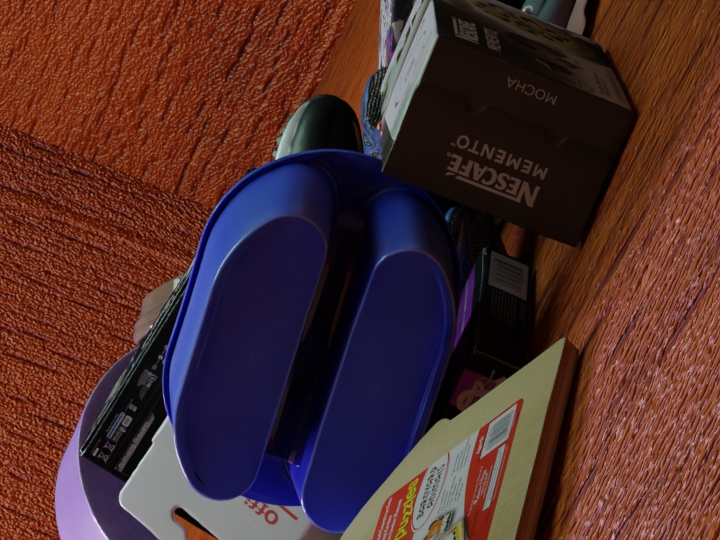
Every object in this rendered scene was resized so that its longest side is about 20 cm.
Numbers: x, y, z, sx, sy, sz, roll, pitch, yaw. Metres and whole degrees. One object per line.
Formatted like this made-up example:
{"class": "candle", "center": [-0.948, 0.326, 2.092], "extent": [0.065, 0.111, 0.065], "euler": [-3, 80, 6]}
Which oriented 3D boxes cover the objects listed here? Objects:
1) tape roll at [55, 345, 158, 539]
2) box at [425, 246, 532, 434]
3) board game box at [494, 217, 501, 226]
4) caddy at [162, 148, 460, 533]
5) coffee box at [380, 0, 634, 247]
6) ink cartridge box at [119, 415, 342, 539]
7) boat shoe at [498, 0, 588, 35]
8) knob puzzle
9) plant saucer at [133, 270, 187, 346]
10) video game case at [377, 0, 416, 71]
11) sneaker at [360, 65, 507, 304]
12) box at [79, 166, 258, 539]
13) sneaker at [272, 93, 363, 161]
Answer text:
{"class": "tape roll", "center": [-0.102, 0.147, 1.862], "extent": [0.085, 0.199, 0.201], "euler": [122, 168, -57]}
{"class": "box", "center": [0.040, 0.103, 1.500], "extent": [0.143, 0.036, 0.201], "euler": [-79, 13, -66]}
{"class": "board game box", "center": [0.066, -0.046, 1.817], "extent": [0.200, 0.034, 0.127], "euler": [120, 170, -59]}
{"class": "caddy", "center": [-0.026, 0.038, 1.441], "extent": [0.105, 0.140, 0.201], "euler": [-95, 23, -73]}
{"class": "coffee box", "center": [0.074, -0.090, 1.490], "extent": [0.200, 0.112, 0.080], "euler": [-87, 20, -75]}
{"class": "ink cartridge box", "center": [-0.040, 0.090, 1.635], "extent": [0.201, 0.116, 0.068], "euler": [-55, -20, 10]}
{"class": "boat shoe", "center": [0.110, -0.172, 1.710], "extent": [0.201, 0.061, 0.073], "euler": [-73, 3, -46]}
{"class": "knob puzzle", "center": [0.028, 0.145, 1.297], "extent": [0.220, 0.030, 0.220], "euler": [-47, 17, 19]}
{"class": "plant saucer", "center": [-0.065, 0.002, 1.878], "extent": [0.200, 0.199, 0.030], "euler": [135, 114, -77]}
{"class": "video game case", "center": [0.030, -0.115, 1.781], "extent": [0.200, 0.036, 0.183], "euler": [-97, 9, -78]}
{"class": "sneaker", "center": [0.041, -0.058, 1.602], "extent": [0.201, 0.075, 0.079], "euler": [-110, -1, -45]}
{"class": "box", "center": [-0.055, 0.065, 1.740], "extent": [0.201, 0.163, 0.086], "euler": [-58, 5, 16]}
{"class": "sneaker", "center": [0.000, 0.000, 1.542], "extent": [0.070, 0.089, 0.202], "euler": [17, -105, -56]}
